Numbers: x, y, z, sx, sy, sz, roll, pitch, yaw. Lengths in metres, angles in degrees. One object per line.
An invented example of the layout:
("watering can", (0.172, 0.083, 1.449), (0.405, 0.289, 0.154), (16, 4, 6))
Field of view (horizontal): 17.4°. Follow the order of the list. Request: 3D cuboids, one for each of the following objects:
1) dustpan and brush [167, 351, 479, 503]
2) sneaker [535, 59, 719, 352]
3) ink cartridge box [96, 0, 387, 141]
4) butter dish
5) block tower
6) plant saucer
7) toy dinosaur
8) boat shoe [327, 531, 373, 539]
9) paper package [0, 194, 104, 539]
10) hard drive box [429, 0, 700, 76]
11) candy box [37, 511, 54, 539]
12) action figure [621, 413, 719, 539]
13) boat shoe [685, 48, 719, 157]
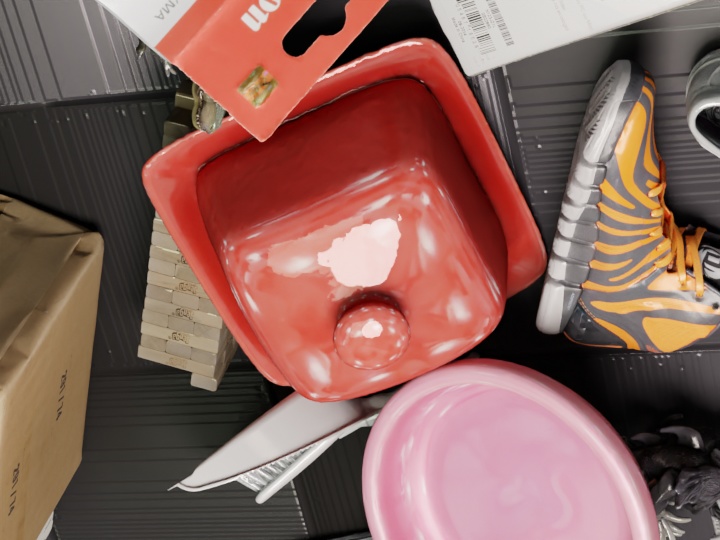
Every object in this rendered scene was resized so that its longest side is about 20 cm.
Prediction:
("dustpan and brush", (-0.017, 0.096, 1.494), (0.200, 0.140, 0.057), (-38, 84, 5))
("sneaker", (0.172, -0.032, 1.363), (0.111, 0.078, 0.201), (13, 136, 4))
("ink cartridge box", (-0.077, -0.195, 1.292), (0.200, 0.057, 0.163), (42, 93, -2))
("butter dish", (0.000, 0.000, 1.356), (0.198, 0.148, 0.201), (-23, 125, 8))
("block tower", (-0.098, -0.024, 1.461), (0.057, 0.054, 0.201), (15, 125, 9))
("plant saucer", (0.095, 0.143, 1.402), (0.199, 0.051, 0.202), (15, 117, 31))
("toy dinosaur", (-0.123, -0.170, 1.368), (0.088, 0.047, 0.201), (-27, 87, 55))
("boat shoe", (0.032, 0.195, 1.557), (0.199, 0.072, 0.068), (-14, 119, 33))
("paper package", (-0.247, 0.088, 1.498), (0.103, 0.191, 0.201), (17, 127, 7))
("hard drive box", (0.119, -0.212, 1.251), (0.199, 0.077, 0.157), (-15, 117, 27))
("candy box", (-0.324, 0.169, 1.611), (0.198, 0.137, 0.061), (17, 127, 6))
("action figure", (0.172, 0.144, 1.451), (0.199, 0.119, 0.103), (-5, 112, 32))
("boat shoe", (0.271, -0.057, 1.308), (0.199, 0.069, 0.072), (32, 126, -4))
